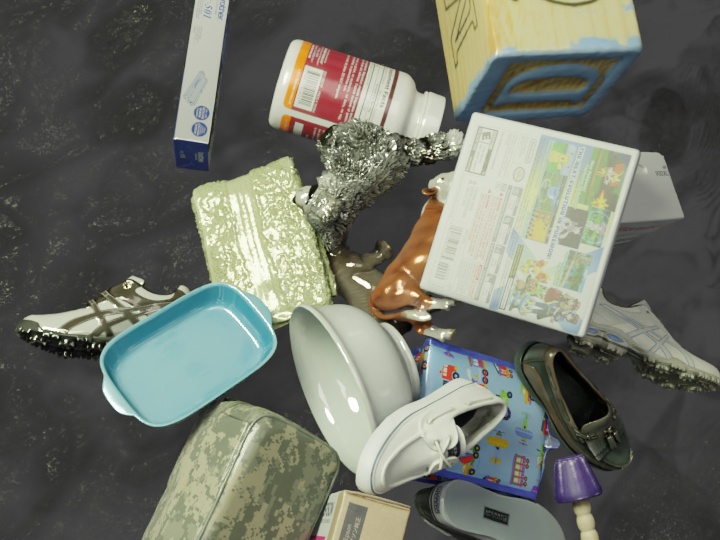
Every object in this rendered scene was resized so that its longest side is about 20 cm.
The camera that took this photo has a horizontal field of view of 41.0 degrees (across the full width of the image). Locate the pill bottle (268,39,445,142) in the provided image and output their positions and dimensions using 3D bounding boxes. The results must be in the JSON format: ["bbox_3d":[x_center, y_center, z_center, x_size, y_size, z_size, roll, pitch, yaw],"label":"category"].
[{"bbox_3d":[-0.003,-0.202,1.184,0.200,0.113,0.113,17,73,-5],"label":"pill bottle"}]

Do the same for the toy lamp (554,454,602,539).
[{"bbox_3d":[0.266,0.314,1.111,0.058,0.058,0.200,-12,80,-12],"label":"toy lamp"}]

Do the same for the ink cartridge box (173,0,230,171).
[{"bbox_3d":[-0.191,-0.231,1.171,0.044,0.094,0.200,7,75,-7],"label":"ink cartridge box"}]

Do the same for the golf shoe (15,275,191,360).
[{"bbox_3d":[-0.286,0.053,1.096,0.200,0.078,0.095,4,71,-19],"label":"golf shoe"}]

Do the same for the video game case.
[{"bbox_3d":[0.175,-0.050,1.010,0.182,0.022,0.200,17,89,20],"label":"video game case"}]

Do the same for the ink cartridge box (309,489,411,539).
[{"bbox_3d":[-0.020,0.318,0.996,0.075,0.200,0.165,17,72,-4],"label":"ink cartridge box"}]

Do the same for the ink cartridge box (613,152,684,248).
[{"bbox_3d":[0.245,-0.058,1.117,0.145,0.200,0.084,-6,74,-41],"label":"ink cartridge box"}]

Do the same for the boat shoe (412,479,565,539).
[{"bbox_3d":[0.147,0.293,1.097,0.199,0.068,0.074,23,64,-28],"label":"boat shoe"}]

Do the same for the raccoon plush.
[{"bbox_3d":[0.022,-0.103,1.097,0.200,0.097,0.134,-13,50,16],"label":"raccoon plush"}]

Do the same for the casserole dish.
[{"bbox_3d":[-0.184,0.095,1.041,0.200,0.039,0.121,-33,68,-27],"label":"casserole dish"}]

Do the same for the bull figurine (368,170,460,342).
[{"bbox_3d":[0.092,-0.018,1.097,0.121,0.065,0.200,29,83,33],"label":"bull figurine"}]

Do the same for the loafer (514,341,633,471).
[{"bbox_3d":[0.258,0.164,1.125,0.200,0.063,0.072,48,66,-14],"label":"loafer"}]

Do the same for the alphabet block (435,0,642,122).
[{"bbox_3d":[0.213,-0.318,1.206,0.195,0.196,0.200,-5,76,-12],"label":"alphabet block"}]

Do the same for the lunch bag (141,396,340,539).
[{"bbox_3d":[-0.139,0.237,1.021,0.139,0.168,0.200,35,71,-35],"label":"lunch bag"}]

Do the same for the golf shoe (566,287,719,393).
[{"bbox_3d":[0.358,0.083,1.186,0.200,0.078,0.097,23,67,-3],"label":"golf shoe"}]

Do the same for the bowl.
[{"bbox_3d":[0.004,0.118,1.060,0.090,0.201,0.201,-20,79,-22],"label":"bowl"}]

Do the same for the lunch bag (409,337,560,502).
[{"bbox_3d":[0.144,0.180,1.125,0.200,0.094,0.151,15,71,-14],"label":"lunch bag"}]

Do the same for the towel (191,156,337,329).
[{"bbox_3d":[-0.116,-0.027,1.133,0.148,0.036,0.200,-18,73,8],"label":"towel"}]

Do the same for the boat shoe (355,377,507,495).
[{"bbox_3d":[0.078,0.170,0.986,0.200,0.065,0.074,-32,126,-40],"label":"boat shoe"}]

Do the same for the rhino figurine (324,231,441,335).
[{"bbox_3d":[0.000,0.000,1.157,0.087,0.060,0.200,-40,81,-6],"label":"rhino figurine"}]
